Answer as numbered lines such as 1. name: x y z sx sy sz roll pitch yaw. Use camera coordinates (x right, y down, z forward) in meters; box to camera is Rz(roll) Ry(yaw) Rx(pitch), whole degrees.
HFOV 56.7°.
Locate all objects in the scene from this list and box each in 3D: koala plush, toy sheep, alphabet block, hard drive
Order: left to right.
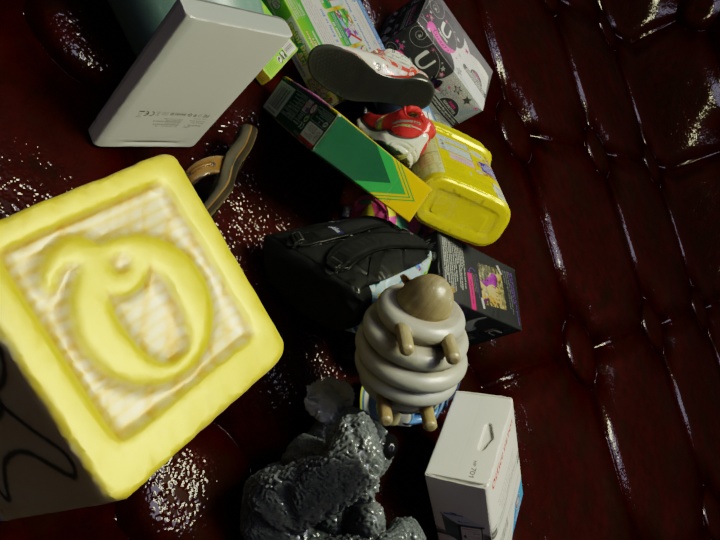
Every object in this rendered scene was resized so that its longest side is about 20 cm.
1. alphabet block: -0.218 0.055 0.529 0.197 0.199 0.196 60 40 -11
2. hard drive: -0.177 -0.193 0.686 0.131 0.199 0.027 -12 73 -50
3. koala plush: -0.027 0.218 0.736 0.200 0.182 0.179 -68 136 -66
4. toy sheep: 0.053 0.092 0.718 0.136 0.202 0.138 14 29 -8

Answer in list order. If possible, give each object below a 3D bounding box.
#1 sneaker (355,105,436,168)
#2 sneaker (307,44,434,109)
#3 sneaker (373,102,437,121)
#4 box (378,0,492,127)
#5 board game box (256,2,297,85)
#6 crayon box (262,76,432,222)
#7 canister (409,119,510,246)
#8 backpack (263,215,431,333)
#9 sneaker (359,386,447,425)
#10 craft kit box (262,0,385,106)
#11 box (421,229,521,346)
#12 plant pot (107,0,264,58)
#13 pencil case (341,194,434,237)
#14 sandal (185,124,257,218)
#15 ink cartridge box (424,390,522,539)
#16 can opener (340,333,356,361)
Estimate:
1. sneaker: 0.057 -0.203 0.976 0.077 0.085 0.200 45 1 -28
2. sneaker: 0.007 -0.298 0.997 0.199 0.068 0.108 9 31 -22
3. sneaker: 0.090 -0.225 1.111 0.200 0.073 0.083 43 48 -26
4. box: 0.132 -0.369 1.189 0.200 0.114 0.133 44 45 -26
5. board game box: -0.172 -0.358 0.904 0.201 0.030 0.096 52 41 -23
6. crayon box: -0.021 -0.161 0.875 0.172 0.059 0.200 34 9 -36
7. canister: 0.134 -0.133 0.985 0.147 0.087 0.201 21 30 -15
8. backpack: 0.000 0.000 0.844 0.199 0.162 0.155 -34 140 -40
9. sneaker: 0.087 0.167 0.903 0.199 0.081 0.075 -11 94 -49
10. craft kit box: -0.045 -0.367 1.043 0.202 0.048 0.197 61 37 -9
11. box: 0.137 0.035 1.007 0.199 0.121 0.108 23 56 -42
12. plant pot: -0.198 -0.318 0.740 0.200 0.198 0.198 -35 108 -50
13. pencil case: 0.062 -0.076 1.007 0.199 0.088 0.090 -11 82 -49
14. sandal: -0.171 -0.103 0.754 0.054 0.082 0.202 30 52 -16
15. ink cartridge box: 0.157 0.286 0.889 0.147 0.085 0.202 -56 140 -46
16. can opener: 0.069 0.091 0.905 0.198 0.078 0.064 -5 104 -34
